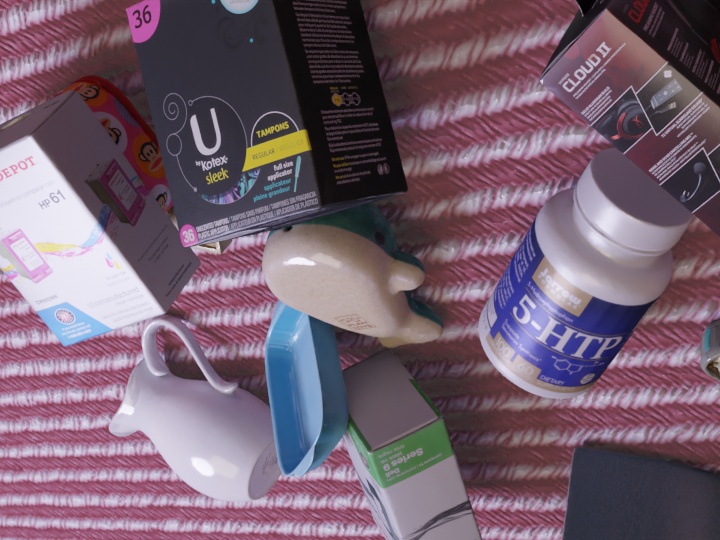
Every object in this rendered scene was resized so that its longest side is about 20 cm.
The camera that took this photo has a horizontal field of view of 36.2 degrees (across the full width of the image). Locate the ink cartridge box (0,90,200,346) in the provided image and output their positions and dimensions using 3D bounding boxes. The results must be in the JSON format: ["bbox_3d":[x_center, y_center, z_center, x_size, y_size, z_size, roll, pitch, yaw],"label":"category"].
[{"bbox_3d":[-0.265,-0.043,1.003,0.144,0.085,0.201,-18,117,33],"label":"ink cartridge box"}]

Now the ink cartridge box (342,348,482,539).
[{"bbox_3d":[0.046,0.205,1.121,0.084,0.146,0.201,-25,119,-10],"label":"ink cartridge box"}]

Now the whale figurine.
[{"bbox_3d":[0.000,0.000,1.044,0.158,0.104,0.200,-14,141,40],"label":"whale figurine"}]

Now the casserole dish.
[{"bbox_3d":[-0.054,0.112,1.108,0.039,0.201,0.121,8,139,-24],"label":"casserole dish"}]

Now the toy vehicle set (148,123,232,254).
[{"bbox_3d":[-0.230,-0.092,1.126,0.199,0.027,0.125,13,129,19],"label":"toy vehicle set"}]

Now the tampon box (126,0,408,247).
[{"bbox_3d":[-0.076,-0.137,0.892,0.149,0.126,0.202,-14,91,34],"label":"tampon box"}]

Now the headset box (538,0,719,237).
[{"bbox_3d":[0.221,-0.136,0.768,0.200,0.149,0.075,40,132,-4],"label":"headset box"}]

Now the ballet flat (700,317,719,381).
[{"bbox_3d":[0.374,0.115,0.938,0.199,0.064,0.068,33,133,1],"label":"ballet flat"}]

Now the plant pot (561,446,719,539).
[{"bbox_3d":[0.302,0.306,1.047,0.198,0.197,0.197,-1,124,19],"label":"plant pot"}]

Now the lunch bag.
[{"bbox_3d":[-0.270,-0.077,1.084,0.199,0.082,0.176,-27,110,39],"label":"lunch bag"}]

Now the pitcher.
[{"bbox_3d":[-0.177,0.156,1.241,0.199,0.121,0.173,25,118,24],"label":"pitcher"}]

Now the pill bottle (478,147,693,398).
[{"bbox_3d":[0.187,0.002,0.914,0.119,0.120,0.201,28,133,5],"label":"pill bottle"}]
